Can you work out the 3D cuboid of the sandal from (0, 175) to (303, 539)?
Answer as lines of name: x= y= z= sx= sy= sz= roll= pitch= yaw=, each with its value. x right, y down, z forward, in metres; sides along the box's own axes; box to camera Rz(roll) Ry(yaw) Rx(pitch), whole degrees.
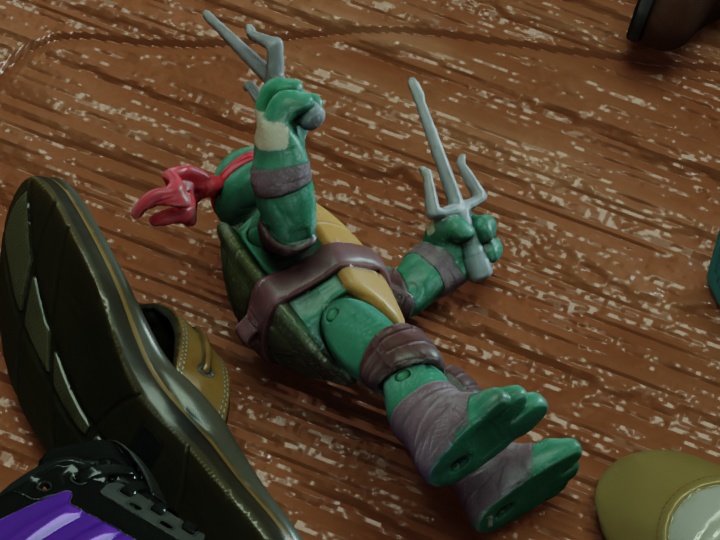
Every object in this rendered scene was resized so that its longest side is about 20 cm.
sandal: x=-0.070 y=0.051 z=0.872 sx=0.054 sy=0.082 sz=0.200 roll=-16 pitch=58 yaw=-44

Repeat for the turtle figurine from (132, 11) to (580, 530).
turtle figurine: x=0.000 y=0.000 z=0.893 sx=0.101 sy=0.149 sz=0.200 roll=-45 pitch=61 yaw=18

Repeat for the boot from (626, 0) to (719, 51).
boot: x=0.235 y=-0.108 z=1.038 sx=0.200 sy=0.069 sz=0.188 roll=40 pitch=52 yaw=14

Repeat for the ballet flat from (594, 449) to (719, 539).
ballet flat: x=0.160 y=0.124 z=0.840 sx=0.068 sy=0.063 sz=0.200 roll=-34 pitch=62 yaw=-20

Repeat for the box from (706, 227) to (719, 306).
box: x=0.210 y=0.056 z=0.904 sx=0.082 sy=0.049 sz=0.201 roll=-13 pitch=55 yaw=-13

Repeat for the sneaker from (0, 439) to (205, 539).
sneaker: x=-0.077 y=0.102 z=0.803 sx=0.199 sy=0.070 sz=0.100 roll=-1 pitch=55 yaw=15
